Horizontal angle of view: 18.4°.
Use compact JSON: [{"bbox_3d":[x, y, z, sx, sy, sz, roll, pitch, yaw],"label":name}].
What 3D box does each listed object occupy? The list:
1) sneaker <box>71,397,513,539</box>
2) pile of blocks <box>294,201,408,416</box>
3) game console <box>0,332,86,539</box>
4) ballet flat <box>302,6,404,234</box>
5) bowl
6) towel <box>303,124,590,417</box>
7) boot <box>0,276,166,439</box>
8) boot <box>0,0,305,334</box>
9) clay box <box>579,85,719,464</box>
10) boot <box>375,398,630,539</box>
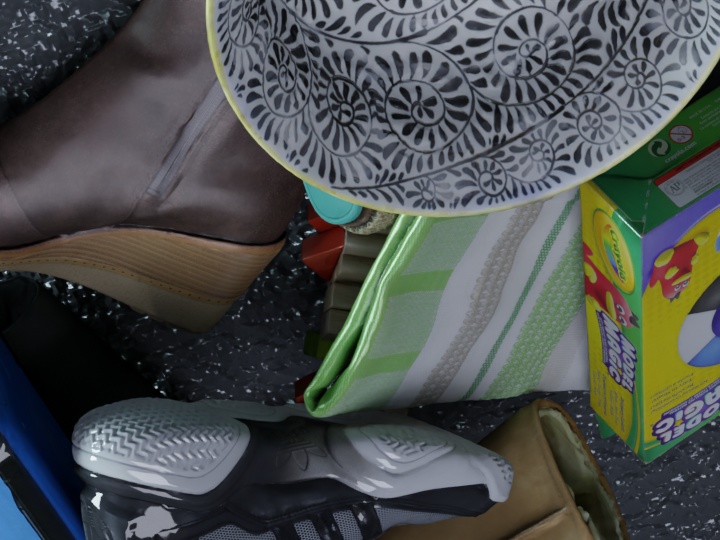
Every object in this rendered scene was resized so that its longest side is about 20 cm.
[{"bbox_3d":[-0.032,0.117,0.943,0.199,0.075,0.114,5,98,-26],"label":"sneaker"},{"bbox_3d":[0.000,0.000,1.006,0.062,0.082,0.201,9,114,-10],"label":"pile of blocks"},{"bbox_3d":[-0.179,0.112,0.997,0.118,0.171,0.200,-29,128,-2],"label":"game console"},{"bbox_3d":[-0.013,-0.116,0.902,0.068,0.075,0.201,-6,108,55],"label":"ballet flat"},{"bbox_3d":[0.036,-0.127,0.822,0.200,0.094,0.201,-7,128,-9],"label":"bowl"},{"bbox_3d":[0.079,0.003,0.965,0.200,0.031,0.150,-4,129,-46],"label":"towel"},{"bbox_3d":[-0.097,0.066,1.068,0.165,0.066,0.200,-34,119,20],"label":"boot"},{"bbox_3d":[-0.112,-0.074,0.960,0.199,0.072,0.167,21,112,-16],"label":"boot"},{"bbox_3d":[0.156,0.005,0.984,0.115,0.048,0.200,-32,145,-15],"label":"clay box"},{"bbox_3d":[0.042,0.182,1.026,0.200,0.176,0.066,-34,159,22],"label":"boot"}]
